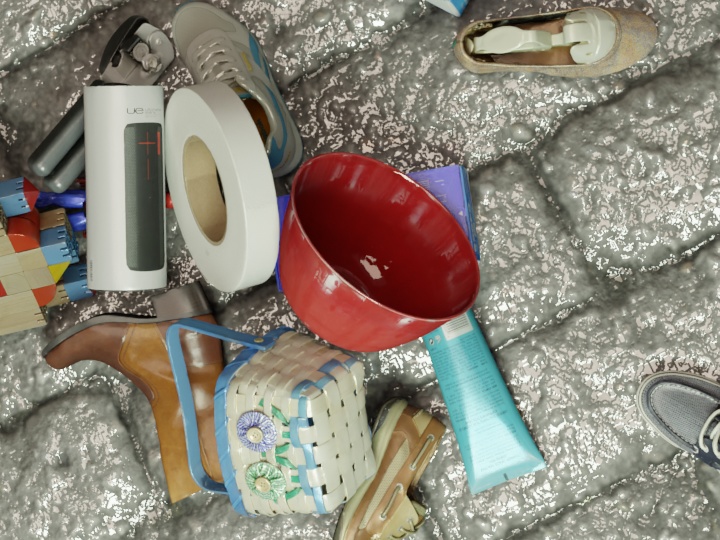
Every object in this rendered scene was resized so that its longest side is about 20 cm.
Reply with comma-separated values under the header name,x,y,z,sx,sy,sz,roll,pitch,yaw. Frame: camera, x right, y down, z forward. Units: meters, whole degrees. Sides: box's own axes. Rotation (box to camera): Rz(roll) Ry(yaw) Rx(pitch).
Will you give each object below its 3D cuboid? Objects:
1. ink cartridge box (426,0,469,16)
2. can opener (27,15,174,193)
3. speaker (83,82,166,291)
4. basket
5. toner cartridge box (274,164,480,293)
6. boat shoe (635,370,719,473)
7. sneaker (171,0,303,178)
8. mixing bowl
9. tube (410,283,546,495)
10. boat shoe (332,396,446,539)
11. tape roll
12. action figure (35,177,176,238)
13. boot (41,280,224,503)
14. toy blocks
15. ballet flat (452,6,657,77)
name,x,y,z,sx,sy,sz,roll,pitch,yaw
ink cartridge box,0.079,-0.373,1.716,0.146,0.086,0.201,30,91,13
can opener,-0.262,-0.168,1.782,0.066,0.053,0.201,17,67,51
speaker,-0.230,-0.083,1.726,0.080,0.081,0.202,1,94,13
basket,-0.092,0.136,1.645,0.199,0.139,0.178,8,118,39
toner cartridge box,0.012,-0.039,1.727,0.198,0.043,0.096,-9,85,12
boat shoe,0.342,0.151,1.611,0.199,0.093,0.075,26,92,13
sneaker,-0.126,-0.187,1.751,0.076,0.081,0.201,-35,78,10
mixing bowl,0.000,0.000,1.626,0.200,0.200,0.109,47,127,12
tube,0.106,0.108,1.695,0.077,0.050,0.202,-22,86,14
boat shoe,0.026,0.224,1.688,0.073,0.076,0.202,19,91,10
tape roll,-0.135,-0.079,1.688,0.037,0.203,0.205,-16,80,-24
action figure,-0.277,-0.063,1.793,0.198,0.052,0.066,-5,90,8
boot,-0.209,0.133,1.768,0.187,0.068,0.202,-18,89,3
toy blocks,-0.340,-0.014,1.744,0.135,0.201,0.100,-13,43,3
ballet flat,0.184,-0.218,1.689,0.198,0.067,0.069,-6,85,12
